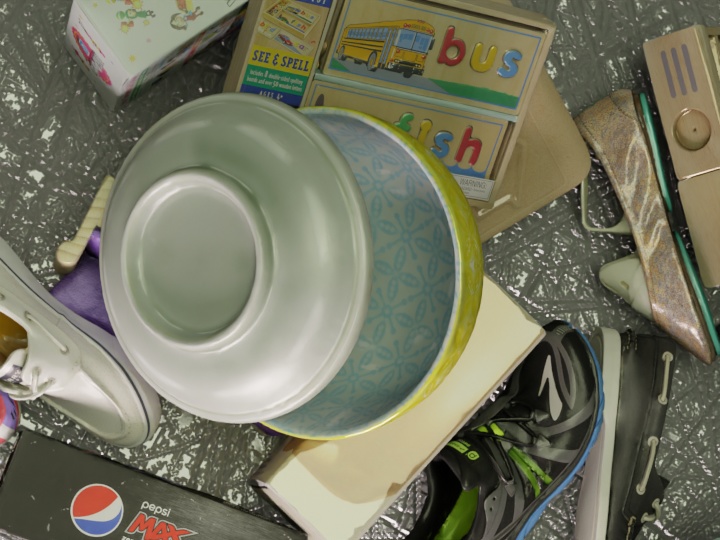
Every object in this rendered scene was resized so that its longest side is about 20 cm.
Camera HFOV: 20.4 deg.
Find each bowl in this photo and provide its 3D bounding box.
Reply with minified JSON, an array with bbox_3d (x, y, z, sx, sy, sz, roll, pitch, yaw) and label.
[{"bbox_3d":[0.000,0.000,1.231,0.200,0.108,0.201,2,93,31],"label":"bowl"}]

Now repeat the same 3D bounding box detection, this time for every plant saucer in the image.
[{"bbox_3d":[-0.088,-0.007,1.193,0.200,0.050,0.201,2,93,31],"label":"plant saucer"}]

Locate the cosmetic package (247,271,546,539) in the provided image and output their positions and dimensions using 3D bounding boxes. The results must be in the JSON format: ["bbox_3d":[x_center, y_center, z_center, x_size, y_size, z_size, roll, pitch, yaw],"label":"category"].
[{"bbox_3d":[0.022,0.091,1.321,0.071,0.105,0.200,44,78,-4],"label":"cosmetic package"}]

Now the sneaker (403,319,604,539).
[{"bbox_3d":[0.094,0.124,1.328,0.083,0.071,0.200,32,89,-47],"label":"sneaker"}]

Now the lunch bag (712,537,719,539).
[{"bbox_3d":[0.233,0.265,1.315,0.170,0.122,0.200,-18,111,-11],"label":"lunch bag"}]

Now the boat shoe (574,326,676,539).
[{"bbox_3d":[0.181,0.139,1.364,0.060,0.074,0.200,6,77,-7],"label":"boat shoe"}]

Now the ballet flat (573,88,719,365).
[{"bbox_3d":[0.192,-0.024,1.389,0.067,0.068,0.200,-17,83,8],"label":"ballet flat"}]

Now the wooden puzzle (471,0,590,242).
[{"bbox_3d":[0.034,-0.090,1.331,0.200,0.046,0.185,-34,121,-2],"label":"wooden puzzle"}]

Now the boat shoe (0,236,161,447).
[{"bbox_3d":[-0.212,0.052,1.277,0.200,0.071,0.070,48,35,-17],"label":"boat shoe"}]

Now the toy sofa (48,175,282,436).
[{"bbox_3d":[-0.107,0.028,1.313,0.200,0.083,0.098,29,80,-7],"label":"toy sofa"}]

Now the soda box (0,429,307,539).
[{"bbox_3d":[-0.140,0.168,1.305,0.200,0.063,0.071,22,81,-8],"label":"soda box"}]

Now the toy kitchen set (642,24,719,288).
[{"bbox_3d":[0.291,-0.091,1.307,0.200,0.163,0.181,-16,87,34],"label":"toy kitchen set"}]

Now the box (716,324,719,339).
[{"bbox_3d":[0.363,0.017,1.359,0.200,0.158,0.048,-27,98,-11],"label":"box"}]

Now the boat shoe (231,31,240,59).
[{"bbox_3d":[0.014,-0.141,1.358,0.200,0.064,0.071,0,85,-10],"label":"boat shoe"}]

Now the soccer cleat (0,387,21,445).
[{"bbox_3d":[-0.301,0.043,1.281,0.200,0.073,0.068,40,80,-5],"label":"soccer cleat"}]

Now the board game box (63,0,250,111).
[{"bbox_3d":[-0.091,-0.191,1.301,0.200,0.148,0.064,-36,93,-12],"label":"board game box"}]

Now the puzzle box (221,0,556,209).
[{"bbox_3d":[0.015,-0.119,1.268,0.200,0.025,0.133,9,110,-23],"label":"puzzle box"}]
